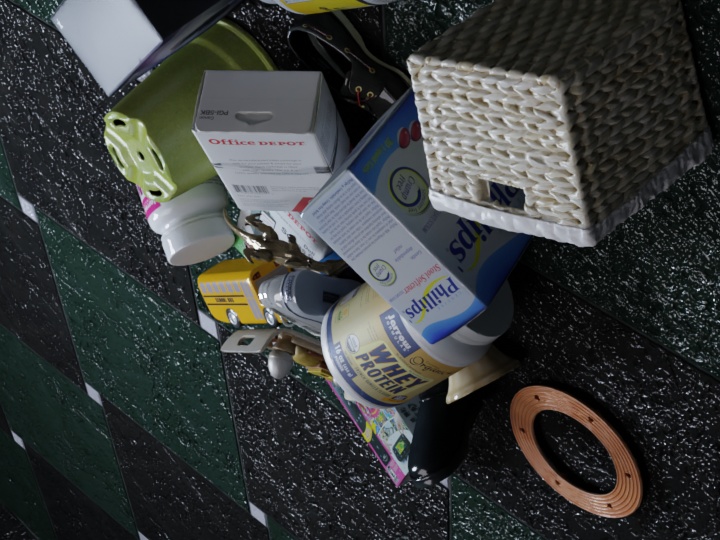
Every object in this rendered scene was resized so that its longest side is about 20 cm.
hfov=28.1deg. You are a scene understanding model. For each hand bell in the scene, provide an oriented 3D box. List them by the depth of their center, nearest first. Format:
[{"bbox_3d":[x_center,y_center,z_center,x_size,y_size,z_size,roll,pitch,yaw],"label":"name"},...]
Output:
[{"bbox_3d":[0.105,0.049,1.750,0.202,0.103,0.104,63,151,5],"label":"hand bell"}]

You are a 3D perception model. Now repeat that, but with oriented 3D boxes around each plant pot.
[{"bbox_3d":[-0.215,-0.188,1.802,0.200,0.184,0.202,35,147,27],"label":"plant pot"}]

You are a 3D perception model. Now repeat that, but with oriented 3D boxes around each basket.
[{"bbox_3d":[0.179,-0.149,1.289,0.197,0.199,0.162,17,132,44],"label":"basket"}]

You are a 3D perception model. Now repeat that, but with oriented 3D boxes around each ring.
[{"bbox_3d":[0.266,0.219,1.760,0.200,0.019,0.202,35,146,27],"label":"ring"}]

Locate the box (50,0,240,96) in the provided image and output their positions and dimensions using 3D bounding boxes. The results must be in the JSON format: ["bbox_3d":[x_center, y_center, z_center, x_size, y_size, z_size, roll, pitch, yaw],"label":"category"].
[{"bbox_3d":[-0.222,-0.322,1.646,0.124,0.198,0.200,54,151,-7],"label":"box"}]

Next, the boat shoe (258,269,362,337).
[{"bbox_3d":[-0.058,0.046,1.748,0.085,0.076,0.201,-4,168,32],"label":"boat shoe"}]

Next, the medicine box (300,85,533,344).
[{"bbox_3d":[0.071,-0.063,1.504,0.200,0.183,0.103,44,138,-7],"label":"medicine box"}]

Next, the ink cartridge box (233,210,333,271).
[{"bbox_3d":[-0.080,-0.059,1.861,0.146,0.084,0.201,45,151,13],"label":"ink cartridge box"}]

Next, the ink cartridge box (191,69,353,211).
[{"bbox_3d":[-0.094,-0.147,1.664,0.145,0.084,0.200,3,157,13],"label":"ink cartridge box"}]

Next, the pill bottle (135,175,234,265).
[{"bbox_3d":[-0.243,-0.117,1.928,0.202,0.112,0.113,70,154,14],"label":"pill bottle"}]

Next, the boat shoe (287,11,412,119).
[{"bbox_3d":[0.001,-0.209,1.603,0.201,0.063,0.074,46,148,7],"label":"boat shoe"}]

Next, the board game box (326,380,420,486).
[{"bbox_3d":[0.035,0.174,1.950,0.201,0.064,0.148,56,153,17],"label":"board game box"}]

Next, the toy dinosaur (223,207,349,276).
[{"bbox_3d":[-0.111,-0.028,1.742,0.198,0.059,0.101,23,175,22],"label":"toy dinosaur"}]

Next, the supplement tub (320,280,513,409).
[{"bbox_3d":[0.064,0.059,1.643,0.199,0.144,0.145,-34,95,40],"label":"supplement tub"}]

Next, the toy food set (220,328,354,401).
[{"bbox_3d":[-0.067,0.129,1.851,0.199,0.061,0.143,25,167,-23],"label":"toy food set"}]

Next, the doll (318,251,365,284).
[{"bbox_3d":[0.000,0.000,1.800,0.201,0.135,0.049,101,164,-60],"label":"doll"}]

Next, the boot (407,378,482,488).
[{"bbox_3d":[0.072,0.151,1.788,0.076,0.200,0.169,-23,109,32],"label":"boot"}]

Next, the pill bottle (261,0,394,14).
[{"bbox_3d":[-0.036,-0.322,1.473,0.199,0.112,0.113,6,129,52],"label":"pill bottle"}]

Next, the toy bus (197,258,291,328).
[{"bbox_3d":[-0.135,0.026,1.880,0.199,0.065,0.079,-4,113,59],"label":"toy bus"}]
